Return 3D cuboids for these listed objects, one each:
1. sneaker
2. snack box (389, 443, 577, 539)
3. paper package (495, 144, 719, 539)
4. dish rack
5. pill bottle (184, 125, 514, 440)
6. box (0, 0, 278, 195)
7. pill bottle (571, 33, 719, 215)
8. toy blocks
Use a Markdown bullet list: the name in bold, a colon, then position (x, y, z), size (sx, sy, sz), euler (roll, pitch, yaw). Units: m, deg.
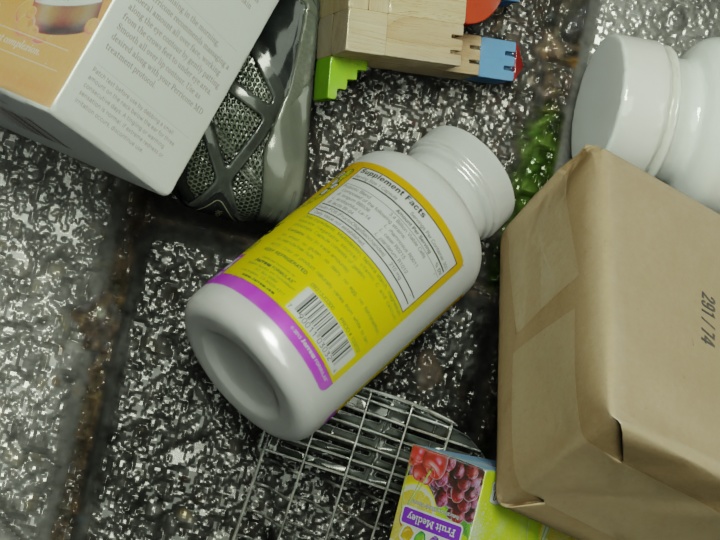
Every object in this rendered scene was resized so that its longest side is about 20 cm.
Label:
- **sneaker**: position (-0.085, -0.131, 0.863), size (0.113, 0.076, 0.201), euler (5, 94, -17)
- **snack box**: position (0.082, 0.217, 0.861), size (0.168, 0.067, 0.201), euler (16, 88, -42)
- **paper package**: position (0.179, 0.061, 0.840), size (0.190, 0.103, 0.201), euler (26, 46, -21)
- **dish rack**: position (-0.015, 0.171, 0.888), size (0.153, 0.055, 0.201), euler (20, 84, -12)
- **pill bottle**: position (0.000, 0.000, 0.852), size (0.200, 0.104, 0.104), euler (-40, 97, -26)
- **box**: position (-0.136, -0.168, 0.799), size (0.106, 0.152, 0.201), euler (39, 77, -53)
- **pill bottle**: position (0.239, -0.083, 0.905), size (0.199, 0.114, 0.115), euler (10, 88, -11)
- **toy blocks**: position (0.050, -0.198, 0.891), size (0.136, 0.100, 0.202), euler (4, 90, -22)
